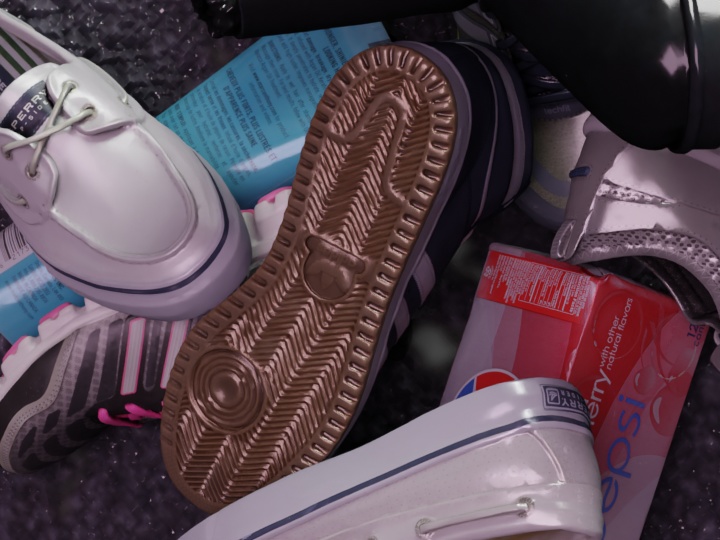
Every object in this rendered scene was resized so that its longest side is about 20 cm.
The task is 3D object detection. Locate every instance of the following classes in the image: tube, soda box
[{"bbox_3d":[-0.070,-0.040,1.041,0.200,0.050,0.078,-34,64,11],"label":"tube"},{"bbox_3d":[0.062,0.096,0.964,0.063,0.070,0.201,16,87,49],"label":"soda box"}]

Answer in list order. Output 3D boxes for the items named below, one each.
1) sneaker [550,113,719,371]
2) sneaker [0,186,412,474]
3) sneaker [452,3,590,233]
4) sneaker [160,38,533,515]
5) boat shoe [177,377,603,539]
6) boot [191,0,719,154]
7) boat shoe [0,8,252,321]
[{"bbox_3d":[0.158,0.007,0.934,0.200,0.075,0.082,28,84,-6],"label":"sneaker"},{"bbox_3d":[-0.063,0.040,1.022,0.200,0.074,0.088,-30,75,9],"label":"sneaker"},{"bbox_3d":[0.061,-0.108,0.978,0.074,0.081,0.201,-16,91,11],"label":"sneaker"},{"bbox_3d":[0.000,0.000,0.957,0.070,0.108,0.200,33,113,13],"label":"sneaker"},{"bbox_3d":[0.005,0.118,0.916,0.202,0.075,0.086,-27,59,26],"label":"boat shoe"},{"bbox_3d":[0.025,-0.102,0.853,0.162,0.199,0.074,-5,131,-9],"label":"boot"},{"bbox_3d":[-0.123,-0.049,1.005,0.074,0.067,0.200,-48,51,-9],"label":"boat shoe"}]
